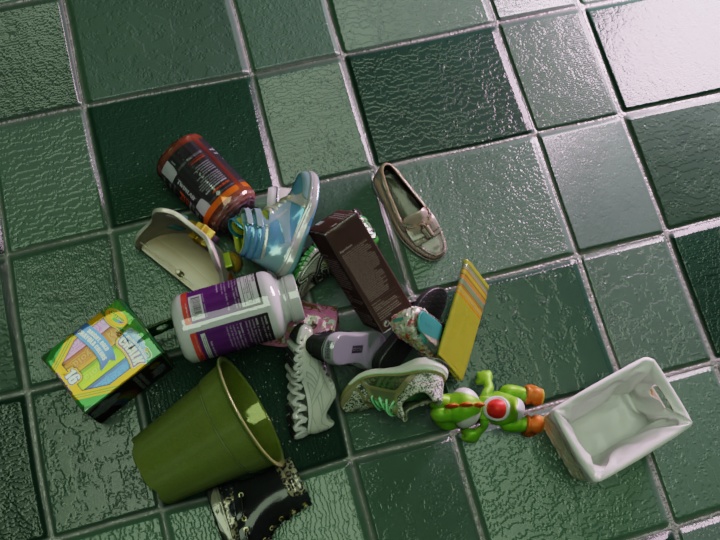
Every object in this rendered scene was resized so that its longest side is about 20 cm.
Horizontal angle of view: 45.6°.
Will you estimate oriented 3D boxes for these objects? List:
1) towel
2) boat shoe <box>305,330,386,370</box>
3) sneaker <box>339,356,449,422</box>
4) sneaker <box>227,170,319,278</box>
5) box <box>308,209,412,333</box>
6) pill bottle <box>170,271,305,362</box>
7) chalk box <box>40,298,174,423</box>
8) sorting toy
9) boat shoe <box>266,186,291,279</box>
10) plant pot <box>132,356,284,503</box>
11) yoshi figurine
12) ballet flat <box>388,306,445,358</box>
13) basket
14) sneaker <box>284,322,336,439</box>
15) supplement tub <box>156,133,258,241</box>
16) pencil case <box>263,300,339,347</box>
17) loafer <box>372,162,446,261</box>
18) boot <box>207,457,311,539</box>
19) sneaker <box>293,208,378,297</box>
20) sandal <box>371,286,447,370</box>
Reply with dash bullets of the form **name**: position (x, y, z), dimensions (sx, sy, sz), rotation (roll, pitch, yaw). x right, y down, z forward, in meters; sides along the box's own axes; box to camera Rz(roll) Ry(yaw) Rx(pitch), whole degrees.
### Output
- **towel**: position (0.174, 0.083, 1.469), dimensions (0.018, 0.086, 0.200), rotation (-8, 48, 38)
- **boat shoe**: position (-0.019, 0.127, 1.419), dimensions (0.056, 0.200, 0.069), rotation (10, 86, 30)
- **sneaker**: position (0.052, 0.208, 1.404), dimensions (0.200, 0.077, 0.089), rotation (-22, 43, 22)
- **sneaker**: position (-0.149, -0.098, 1.447), dimensions (0.130, 0.080, 0.200), rotation (22, 66, -17)
- **box**: position (0.000, 0.000, 1.444), dimensions (0.075, 0.100, 0.200), rotation (-36, 107, -13)
- **pill bottle**: position (-0.194, 0.069, 1.369), dimensions (0.199, 0.112, 0.113), rotation (-16, 75, -6)
- **chalk box**: position (-0.394, 0.135, 1.413), dimensions (0.200, 0.125, 0.124), rotation (-39, 80, -15)
- **sorting toy**: position (-0.283, -0.040, 1.443), dimensions (0.200, 0.180, 0.107), rotation (38, 75, 7)
- **boat shoe**: position (-0.131, -0.055, 1.519), dimensions (0.070, 0.071, 0.201), rotation (-1, 67, -1)
- **plant pot**: position (-0.251, 0.271, 1.363), dimensions (0.190, 0.200, 0.200), rotation (-31, 77, 1)
- **yoshi figurine**: position (0.203, 0.234, 1.449), dimensions (0.199, 0.112, 0.113), rotation (4, 35, -15)
- **ballet flat**: position (0.114, 0.115, 1.444), dimensions (0.064, 0.200, 0.076), rotation (-6, 56, 33)
- **basket**: position (0.419, 0.252, 1.430), dimensions (0.200, 0.123, 0.136), rotation (-27, 77, -10)
- **sneaker**: position (-0.083, 0.180, 1.422), dimensions (0.081, 0.075, 0.201), rotation (-4, 107, -14)
- **supplement tub**: position (-0.260, -0.140, 1.513), dimensions (0.107, 0.107, 0.200), rotation (-42, 79, -14)
- **pencil case**: position (-0.133, 0.092, 1.465), dimensions (0.199, 0.087, 0.083), rotation (7, 30, -2)
- **loafer**: position (0.087, -0.106, 1.548), dimensions (0.072, 0.063, 0.200), rotation (-32, 78, -13)
- **boot**: position (-0.141, 0.415, 1.371), dimensions (0.153, 0.073, 0.204), rotation (-23, 77, -13)
- **sneaker**: position (-0.048, -0.019, 1.505), dimensions (0.085, 0.078, 0.200), rotation (44, 75, 9)
- **sandal**: position (0.078, 0.096, 1.482), dimensions (0.048, 0.075, 0.200), rotation (22, 58, 39)
